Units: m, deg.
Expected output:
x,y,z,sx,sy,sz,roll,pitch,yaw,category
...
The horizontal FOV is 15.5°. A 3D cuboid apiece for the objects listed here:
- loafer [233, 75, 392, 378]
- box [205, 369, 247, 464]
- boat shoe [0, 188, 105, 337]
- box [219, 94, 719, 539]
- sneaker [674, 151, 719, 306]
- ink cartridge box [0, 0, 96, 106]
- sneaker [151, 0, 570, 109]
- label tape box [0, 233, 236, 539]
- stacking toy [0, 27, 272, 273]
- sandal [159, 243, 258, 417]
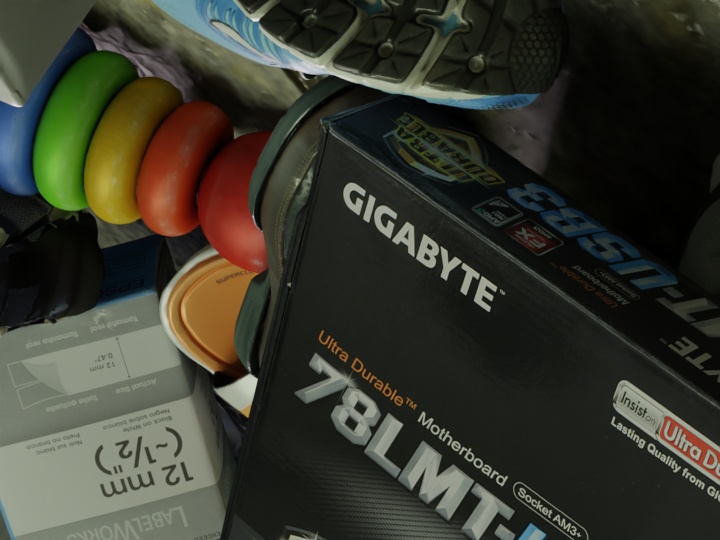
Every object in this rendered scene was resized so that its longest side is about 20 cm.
x,y,z,sx,sy,sz,roll,pitch,yaw,category
0.000,0.000,0.945,0.063,0.072,0.200,58,159,22,loafer
0.006,0.087,1.210,0.200,0.048,0.158,42,158,-22,box
-0.206,-0.019,1.075,0.199,0.093,0.075,14,112,34,boat shoe
0.050,0.079,0.804,0.200,0.050,0.199,37,131,28,box
0.182,0.028,0.760,0.199,0.080,0.074,24,157,21,sneaker
-0.144,-0.154,0.739,0.199,0.146,0.088,23,159,24,ink cartridge box
-0.011,-0.096,0.807,0.200,0.079,0.090,28,174,37,sneaker
-0.127,0.099,1.146,0.066,0.143,0.201,-96,-9,-68,label tape box
-0.100,-0.054,1.024,0.199,0.086,0.085,21,158,13,stacking toy
0.013,0.056,1.075,0.206,0.079,0.059,32,-156,-17,sandal
